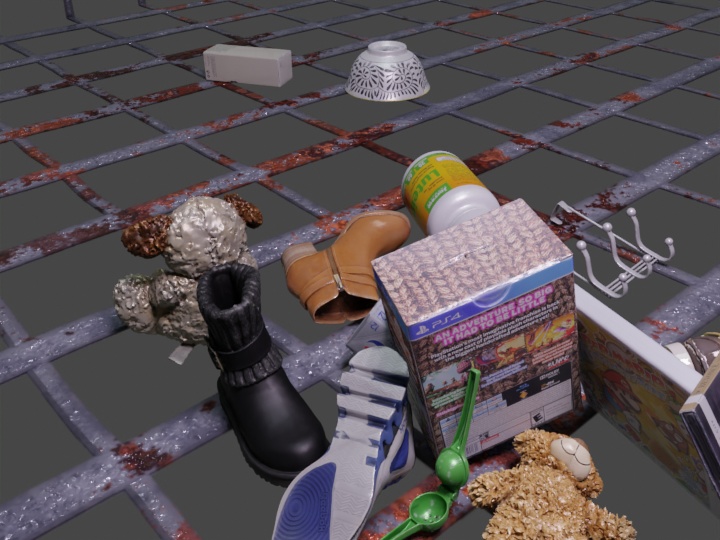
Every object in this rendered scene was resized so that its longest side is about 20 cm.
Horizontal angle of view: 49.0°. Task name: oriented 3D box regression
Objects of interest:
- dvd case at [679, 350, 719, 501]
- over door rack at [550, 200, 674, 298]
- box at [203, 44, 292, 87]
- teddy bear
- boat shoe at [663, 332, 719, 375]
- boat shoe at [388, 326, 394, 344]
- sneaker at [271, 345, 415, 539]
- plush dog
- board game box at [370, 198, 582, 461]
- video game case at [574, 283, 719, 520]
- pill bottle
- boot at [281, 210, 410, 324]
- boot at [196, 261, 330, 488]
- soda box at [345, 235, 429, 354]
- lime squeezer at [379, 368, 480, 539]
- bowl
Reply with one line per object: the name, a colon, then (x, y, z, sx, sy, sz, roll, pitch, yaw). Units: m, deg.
dvd case: (0.313, 0.122, 0.604, 0.016, 0.151, 0.199, -21, 8, 47)
over door rack: (0.318, -0.044, 1.106, 0.146, 0.068, 0.198, -26, 39, -37)
box: (-0.263, -0.481, 1.848, 0.196, 0.070, 0.082, 11, 33, 18)
teddy bear: (0.161, 0.211, 0.683, 0.144, 0.068, 0.198, 27, 41, 34)
boat shoe: (0.319, 0.103, 0.763, 0.058, 0.200, 0.073, -17, 71, 8)
boat shoe: (0.116, 0.070, 0.869, 0.196, 0.073, 0.069, 9, 36, -21)
sneaker: (0.005, 0.184, 0.725, 0.079, 0.116, 0.202, 13, 63, 28)
plush dog: (-0.190, -0.004, 0.947, 0.197, 0.175, 0.160, -20, 36, -31)
board game box: (0.114, 0.064, 0.749, 0.157, 0.203, 0.097, -21, 39, -7)
video game case: (0.264, 0.121, 0.726, 0.023, 0.184, 0.200, -33, 38, -8)
pill bottle: (0.136, -0.084, 1.131, 0.109, 0.113, 0.201, -8, 31, -12)
boot: (0.000, 0.000, 1.039, 0.197, 0.075, 0.155, -22, 33, -10)
boot: (-0.100, 0.100, 0.785, 0.078, 0.161, 0.210, -19, 35, -29)
soda box: (0.060, 0.041, 0.952, 0.068, 0.064, 0.200, 38, 38, 1)
lime squeezer: (0.063, 0.185, 0.703, 0.202, 0.070, 0.038, -56, 27, -7)
bowl: (0.060, -0.458, 1.775, 0.196, 0.096, 0.202, -1, 32, 0)
